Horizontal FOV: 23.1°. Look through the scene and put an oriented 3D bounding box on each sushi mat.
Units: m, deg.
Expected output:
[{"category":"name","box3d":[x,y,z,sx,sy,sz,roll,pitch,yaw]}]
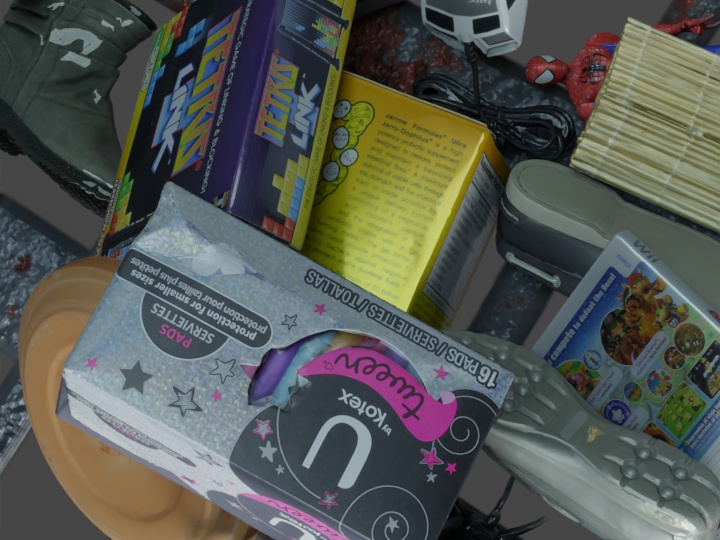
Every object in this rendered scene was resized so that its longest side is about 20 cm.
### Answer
[{"category":"sushi mat","box3d":[0.229,-0.066,1.030,0.199,0.012,0.096,24,100,6]}]

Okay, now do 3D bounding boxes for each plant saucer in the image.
[{"category":"plant saucer","box3d":[-0.136,0.090,1.041,0.199,0.032,0.202,21,124,34]}]

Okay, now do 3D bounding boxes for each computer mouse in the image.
[{"category":"computer mouse","box3d":[0.073,-0.167,1.054,0.109,0.044,0.201,14,125,33]}]

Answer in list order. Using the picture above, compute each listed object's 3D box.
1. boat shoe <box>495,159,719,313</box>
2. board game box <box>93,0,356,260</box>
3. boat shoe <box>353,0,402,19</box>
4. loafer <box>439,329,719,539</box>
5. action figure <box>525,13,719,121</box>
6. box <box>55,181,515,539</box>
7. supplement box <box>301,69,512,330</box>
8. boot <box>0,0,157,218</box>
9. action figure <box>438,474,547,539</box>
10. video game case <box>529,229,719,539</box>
[{"category":"boat shoe","box3d":[0.168,0.008,1.049,0.199,0.073,0.063,32,129,13]},{"category":"board game box","box3d":[-0.082,-0.083,1.050,0.165,0.056,0.201,-27,44,49]},{"category":"boat shoe","box3d":[0.026,-0.212,1.122,0.199,0.071,0.070,-16,75,16]},{"category":"loafer","box3d":[0.110,0.104,0.996,0.199,0.070,0.070,34,49,24]},{"category":"action figure","box3d":[0.198,-0.117,1.067,0.198,0.052,0.066,4,83,17]},{"category":"box","box3d":[-0.044,0.065,0.902,0.199,0.132,0.115,28,72,-3]},{"category":"supplement box","box3d":[0.000,0.000,1.056,0.109,0.109,0.201,22,83,18]},{"category":"boot","box3d":[-0.174,-0.118,1.153,0.199,0.068,0.131,33,81,17]},{"category":"action figure","box3d":[0.010,0.185,1.019,0.199,0.102,0.119,-22,62,-18]},{"category":"video game case","box3d":[0.182,0.095,0.999,0.200,0.018,0.144,45,123,19]}]
